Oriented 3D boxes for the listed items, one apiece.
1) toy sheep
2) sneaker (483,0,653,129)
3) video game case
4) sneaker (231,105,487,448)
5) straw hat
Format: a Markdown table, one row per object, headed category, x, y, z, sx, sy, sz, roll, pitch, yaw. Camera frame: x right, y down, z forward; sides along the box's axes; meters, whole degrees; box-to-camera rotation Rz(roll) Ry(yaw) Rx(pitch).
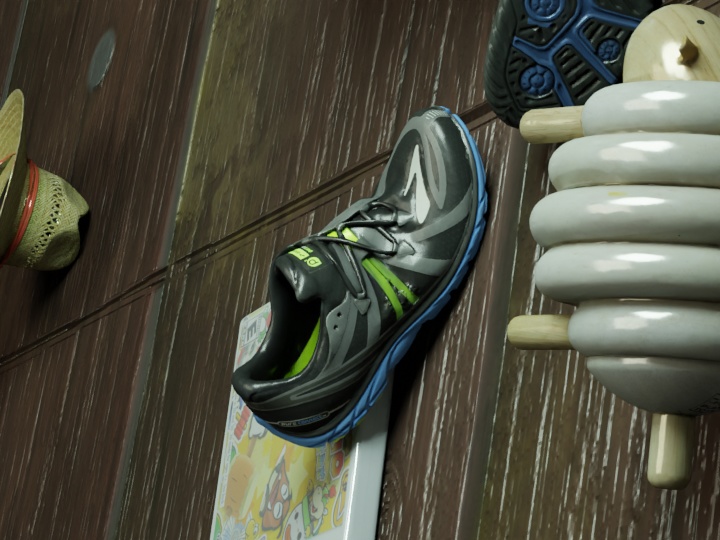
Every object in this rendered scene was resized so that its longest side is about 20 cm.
| category | x | y | z | sx | sy | sz | roll | pitch | yaw |
| --- | --- | --- | --- | --- | --- | --- | --- | --- | --- |
| toy sheep | 0.130 | -0.011 | 0.958 | 0.138 | 0.138 | 0.200 | -5 | 84 | 64 |
| sneaker | 0.115 | -0.165 | 1.174 | 0.077 | 0.076 | 0.200 | -94 | 24 | -75 |
| video game case | -0.035 | 0.097 | 1.356 | 0.182 | 0.023 | 0.200 | -31 | 47 | 55 |
| sneaker | 0.000 | 0.000 | 1.254 | 0.071 | 0.083 | 0.200 | 32 | 90 | 52 |
| straw hat | -0.263 | -0.042 | 1.860 | 0.201 | 0.085 | 0.201 | -162 | 90 | -72 |
